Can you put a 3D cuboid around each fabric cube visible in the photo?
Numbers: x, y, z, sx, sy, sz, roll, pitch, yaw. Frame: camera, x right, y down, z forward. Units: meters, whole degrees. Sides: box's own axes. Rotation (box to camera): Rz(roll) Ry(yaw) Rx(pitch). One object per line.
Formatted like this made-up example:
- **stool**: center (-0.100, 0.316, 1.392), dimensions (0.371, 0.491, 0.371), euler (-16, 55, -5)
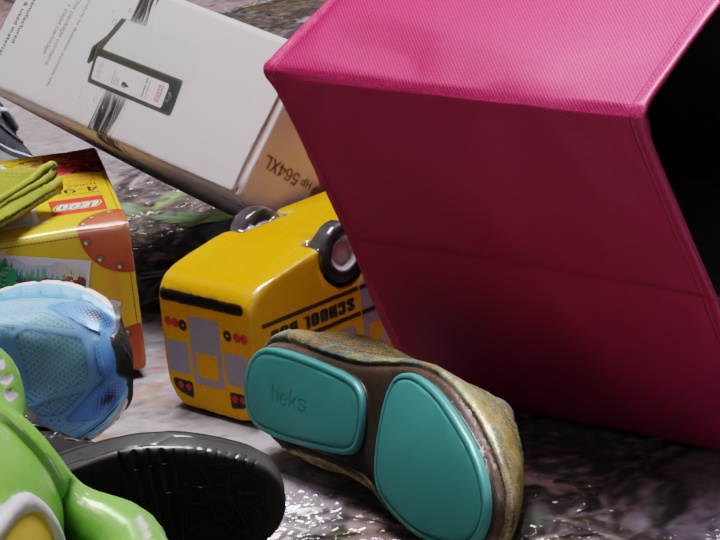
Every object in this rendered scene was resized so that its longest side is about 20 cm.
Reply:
- **fabric cube**: center (0.117, -0.064, 1.256), dimensions (0.199, 0.200, 0.196), euler (10, 48, 41)

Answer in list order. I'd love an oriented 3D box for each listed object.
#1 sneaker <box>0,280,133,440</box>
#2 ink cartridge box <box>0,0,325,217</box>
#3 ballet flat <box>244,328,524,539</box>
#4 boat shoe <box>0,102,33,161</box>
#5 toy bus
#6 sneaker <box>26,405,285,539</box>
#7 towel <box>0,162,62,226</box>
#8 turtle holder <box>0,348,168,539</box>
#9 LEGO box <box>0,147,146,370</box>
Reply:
- **sneaker**: center (-0.192, 0.055, 1.261), dimensions (0.200, 0.078, 0.090), euler (-10, 4, 18)
- **ink cartridge box**: center (-0.070, -0.078, 1.477), dimensions (0.200, 0.084, 0.146), euler (24, -4, 39)
- **ballet flat**: center (0.025, 0.066, 1.199), dimensions (0.071, 0.071, 0.200), euler (-16, 20, -28)
- **boat shoe**: center (-0.217, -0.072, 1.585), dimensions (0.072, 0.068, 0.200), euler (-9, -8, 8)
- **toy bus**: center (0.000, 0.000, 1.375), dimensions (0.065, 0.078, 0.200), euler (11, 24, 44)
- **sneaker**: center (-0.132, 0.085, 1.189), dimensions (0.200, 0.060, 0.104), euler (-10, 23, 0)
- **towel**: center (-0.223, -0.015, 1.316), dimensions (0.086, 0.018, 0.200), euler (4, 21, 28)
- **turtle holder**: center (-0.162, 0.114, 1.031), dimensions (0.185, 0.141, 0.132), euler (30, 29, -17)
- **LEGO box**: center (-0.215, 0.007, 1.425), dimensions (0.200, 0.077, 0.149), euler (-9, 18, -9)
